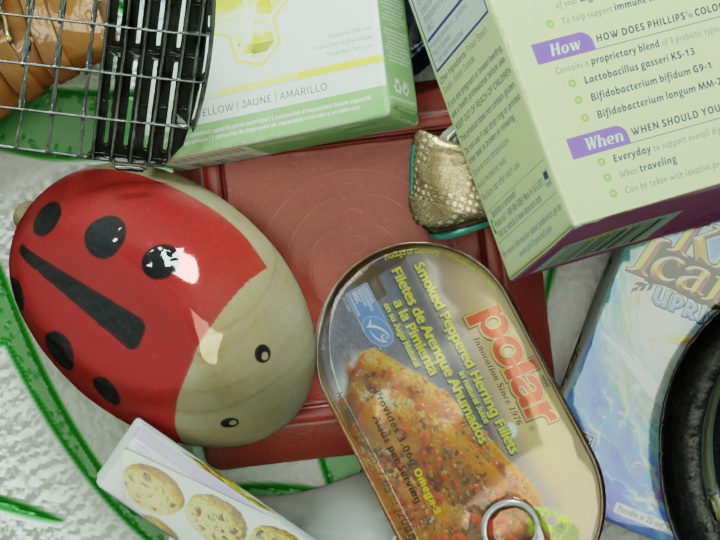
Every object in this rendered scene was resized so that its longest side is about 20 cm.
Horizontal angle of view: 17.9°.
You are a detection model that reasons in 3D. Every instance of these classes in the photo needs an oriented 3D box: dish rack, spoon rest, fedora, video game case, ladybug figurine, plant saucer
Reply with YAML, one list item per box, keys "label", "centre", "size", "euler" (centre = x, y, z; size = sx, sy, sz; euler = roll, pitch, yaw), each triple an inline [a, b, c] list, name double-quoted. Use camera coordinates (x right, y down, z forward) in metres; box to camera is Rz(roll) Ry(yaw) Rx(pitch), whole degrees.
- label: "dish rack"
  centre: [-0.173, -0.127, 1.160]
  size: [0.198, 0.055, 0.154]
  euler: [7, 126, -7]
- label: "spoon rest"
  centre: [-0.009, 0.145, 1.245]
  size: [0.198, 0.061, 0.100]
  euler: [9, 91, -9]
- label: "fedora"
  centre: [0.242, 0.094, 1.139]
  size: [0.199, 0.092, 0.202]
  euler: [0, 80, 2]
- label: "video game case"
  centre: [0.212, 0.067, 1.224]
  size: [0.199, 0.045, 0.183]
  euler: [21, 90, 0]
- label: "ladybug figurine"
  centre: [-0.116, 0.019, 1.216]
  size: [0.199, 0.072, 0.137]
  euler: [29, 109, 24]
- label: "plant saucer"
  centre: [0.000, 0.000, 1.251]
  size: [0.198, 0.037, 0.201]
  euler: [-7, 89, 3]

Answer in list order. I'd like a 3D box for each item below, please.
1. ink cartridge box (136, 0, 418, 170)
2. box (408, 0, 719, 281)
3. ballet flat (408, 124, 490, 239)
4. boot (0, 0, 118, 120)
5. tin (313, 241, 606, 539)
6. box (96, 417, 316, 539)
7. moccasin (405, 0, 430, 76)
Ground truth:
- label: "ink cartridge box"
  centre: [-0.050, -0.163, 1.212]
  size: [0.144, 0.048, 0.202]
  euler: [-10, 82, 24]
- label: "box"
  centre: [0.131, -0.120, 1.143]
  size: [0.175, 0.097, 0.201]
  euler: [-16, 80, -20]
- label: "ballet flat"
  centre: [0.115, -0.076, 1.206]
  size: [0.199, 0.070, 0.066]
  euler: [-20, 105, -18]
- label: "boot"
  centre: [-0.203, -0.099, 1.250]
  size: [0.154, 0.077, 0.202]
  euler: [-11, 76, 7]
- label: "tin"
  centre: [0.054, 0.080, 1.198]
  size: [0.111, 0.042, 0.201]
  euler: [-29, 81, 13]
- label: "box"
  centre: [-0.046, 0.149, 1.190]
  size: [0.199, 0.039, 0.042]
  euler: [37, 89, -8]
- label: "moccasin"
  centre: [0.050, -0.193, 1.234]
  size: [0.080, 0.068, 0.201]
  euler: [31, 91, 4]
